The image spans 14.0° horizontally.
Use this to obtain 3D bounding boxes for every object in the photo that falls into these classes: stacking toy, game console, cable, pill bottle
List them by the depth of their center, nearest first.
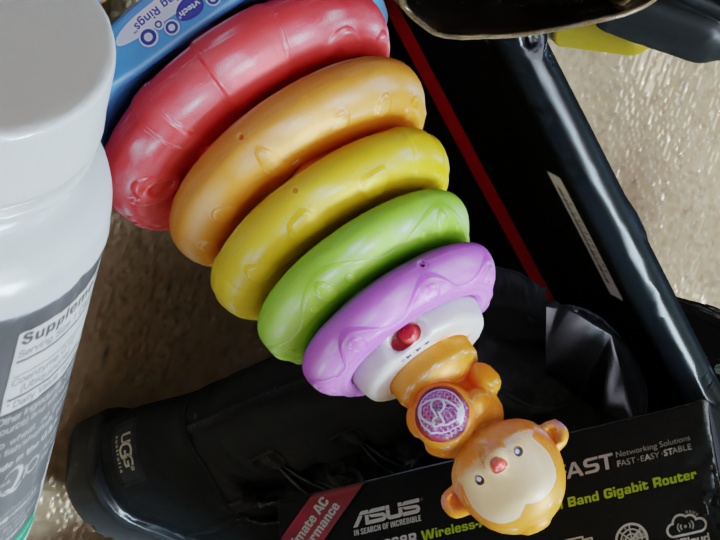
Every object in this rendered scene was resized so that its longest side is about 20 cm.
[{"bbox_3d":[-0.137,0.002,0.878,0.113,0.113,0.200,-24,146,-37],"label":"pill bottle"},{"bbox_3d":[0.000,0.000,0.920,0.116,0.200,0.110,-34,162,1],"label":"stacking toy"},{"bbox_3d":[0.053,-0.039,1.035,0.031,0.177,0.200,-37,119,-13],"label":"game console"},{"bbox_3d":[0.155,-0.100,1.128,0.050,0.199,0.097,-70,-179,-55],"label":"cable"}]

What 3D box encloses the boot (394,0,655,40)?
[{"bbox_3d":[0.096,-0.109,0.900,0.199,0.076,0.074,-9,141,-12],"label":"boot"}]

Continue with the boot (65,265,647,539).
[{"bbox_3d":[0.019,0.059,1.054,0.164,0.200,0.066,11,62,-49],"label":"boot"}]

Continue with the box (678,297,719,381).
[{"bbox_3d":[0.164,0.134,1.198,0.050,0.200,0.199,12,100,-46],"label":"box"}]

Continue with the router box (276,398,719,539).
[{"bbox_3d":[0.077,0.103,1.007,0.200,0.149,0.062,30,48,-67],"label":"router box"}]

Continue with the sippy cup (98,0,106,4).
[{"bbox_3d":[-0.082,-0.150,0.901,0.130,0.140,0.178,-44,108,-8],"label":"sippy cup"}]
